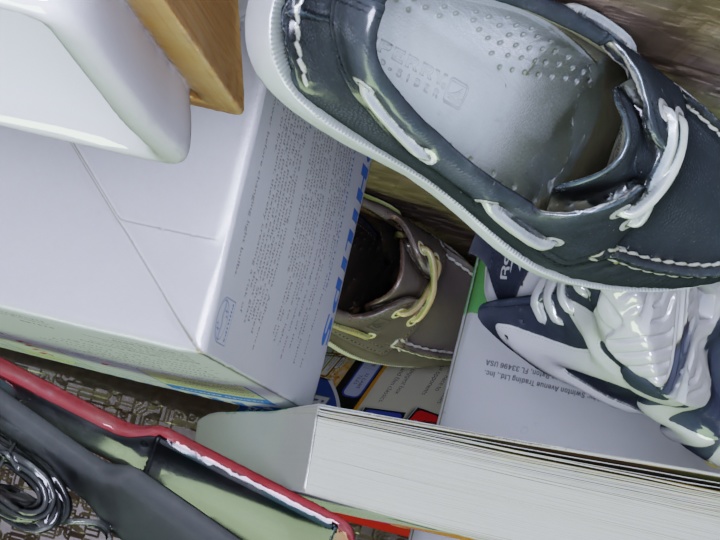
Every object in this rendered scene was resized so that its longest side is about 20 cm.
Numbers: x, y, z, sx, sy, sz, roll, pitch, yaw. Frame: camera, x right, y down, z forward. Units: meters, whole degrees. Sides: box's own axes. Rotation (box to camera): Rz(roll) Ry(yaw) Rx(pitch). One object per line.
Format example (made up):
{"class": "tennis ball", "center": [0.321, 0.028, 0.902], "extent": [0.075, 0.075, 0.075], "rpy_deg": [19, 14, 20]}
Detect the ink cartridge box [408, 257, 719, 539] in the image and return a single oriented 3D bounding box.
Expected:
{"class": "ink cartridge box", "center": [0.103, 0.096, 1.238], "extent": [0.145, 0.201, 0.084], "rpy_deg": [14, 165, 6]}

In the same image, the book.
{"class": "book", "center": [0.047, 0.090, 1.068], "extent": [0.199, 0.048, 0.133], "rpy_deg": [13, 172, -21]}

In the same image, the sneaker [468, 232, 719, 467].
{"class": "sneaker", "center": [0.083, -0.003, 1.009], "extent": [0.129, 0.080, 0.199], "rpy_deg": [22, 169, 31]}

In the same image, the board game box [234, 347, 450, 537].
{"class": "board game box", "center": [0.050, 0.066, 1.384], "extent": [0.199, 0.152, 0.046], "rpy_deg": [12, 138, 32]}

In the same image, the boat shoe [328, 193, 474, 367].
{"class": "boat shoe", "center": [0.000, 0.000, 1.288], "extent": [0.200, 0.072, 0.059], "rpy_deg": [27, 171, -35]}

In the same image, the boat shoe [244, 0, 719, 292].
{"class": "boat shoe", "center": [0.058, -0.038, 0.805], "extent": [0.199, 0.076, 0.060], "rpy_deg": [19, 178, -34]}

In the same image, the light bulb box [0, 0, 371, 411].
{"class": "light bulb box", "center": [-0.112, -0.036, 0.984], "extent": [0.197, 0.125, 0.200], "rpy_deg": [13, 174, 11]}

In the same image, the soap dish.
{"class": "soap dish", "center": [-0.112, -0.094, 0.691], "extent": [0.157, 0.082, 0.200], "rpy_deg": [14, 174, 7]}

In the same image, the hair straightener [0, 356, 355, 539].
{"class": "hair straightener", "center": [-0.102, 0.073, 0.961], "extent": [0.199, 0.077, 0.041], "rpy_deg": [32, 136, 1]}

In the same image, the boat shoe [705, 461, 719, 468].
{"class": "boat shoe", "center": [0.191, 0.027, 1.077], "extent": [0.200, 0.071, 0.070], "rpy_deg": [-21, 102, 51]}
